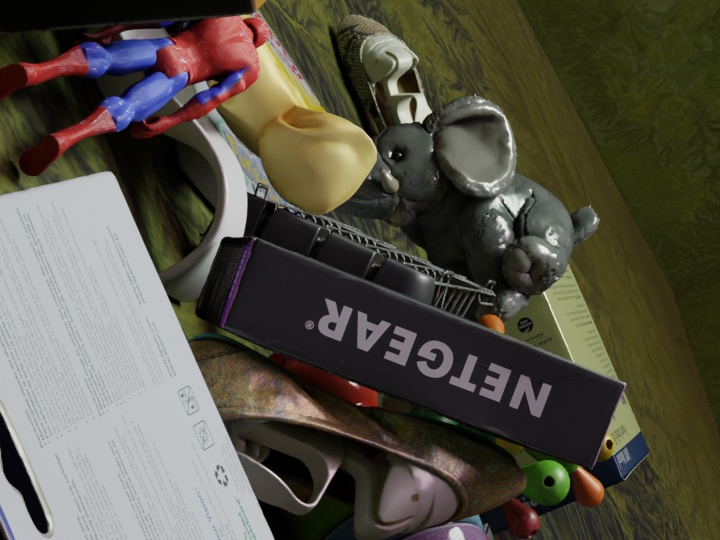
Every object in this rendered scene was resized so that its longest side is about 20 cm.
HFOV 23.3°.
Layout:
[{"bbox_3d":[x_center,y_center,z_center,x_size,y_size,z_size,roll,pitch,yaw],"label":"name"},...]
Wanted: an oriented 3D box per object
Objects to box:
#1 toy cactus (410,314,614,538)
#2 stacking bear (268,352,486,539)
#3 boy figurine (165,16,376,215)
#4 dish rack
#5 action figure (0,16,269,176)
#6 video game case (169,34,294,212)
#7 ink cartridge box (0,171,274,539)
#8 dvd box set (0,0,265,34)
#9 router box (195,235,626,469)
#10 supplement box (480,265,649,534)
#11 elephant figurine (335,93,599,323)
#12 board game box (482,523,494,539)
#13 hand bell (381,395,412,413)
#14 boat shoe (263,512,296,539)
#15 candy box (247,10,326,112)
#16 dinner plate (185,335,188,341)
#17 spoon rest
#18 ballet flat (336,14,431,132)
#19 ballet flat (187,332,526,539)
[{"bbox_3d":[0.064,0.116,1.110,0.103,0.165,0.200,63,-5,-35],"label":"toy cactus"},{"bbox_3d":[-0.001,0.125,0.978,0.113,0.121,0.201,9,44,-48],"label":"stacking bear"},{"bbox_3d":[-0.064,-0.118,1.059,0.200,0.064,0.125,51,-13,30],"label":"boy figurine"},{"bbox_3d":[0.000,0.000,1.097,0.153,0.055,0.200,26,5,18],"label":"dish rack"},{"bbox_3d":[-0.112,-0.106,0.927,0.200,0.052,0.066,-29,93,-48],"label":"action figure"},{"bbox_3d":[-0.076,-0.083,1.205,0.200,0.022,0.183,50,21,-47],"label":"video game case"},{"bbox_3d":[-0.117,0.065,0.700,0.197,0.043,0.200,67,21,-1],"label":"ink cartridge box"},{"bbox_3d":[-0.102,-0.177,0.968,0.200,0.145,0.030,-64,149,-63],"label":"dvd box set"},{"bbox_3d":[0.020,0.039,0.904,0.199,0.051,0.149,21,-2,-10],"label":"router box"},{"bbox_3d":[0.130,0.094,1.442,0.201,0.134,0.200,67,14,5],"label":"supplement box"},{"bbox_3d":[0.060,-0.059,1.275,0.200,0.141,0.155,51,13,-3],"label":"elephant figurine"},{"bbox_3d":[0.069,0.254,1.115,0.200,0.061,0.201,41,28,-59],"label":"board game box"},{"bbox_3d":[0.019,0.053,1.260,0.200,0.104,0.104,56,11,16],"label":"hand bell"},{"bbox_3d":[-0.028,0.201,0.850,0.074,0.063,0.202,48,21,-43],"label":"boat shoe"},{"bbox_3d":[-0.090,-0.185,1.232,0.200,0.026,0.102,56,9,-2],"label":"candy box"},{"bbox_3d":[-0.116,0.062,0.823,0.201,0.024,0.200,59,15,-26],"label":"dinner plate"},{"bbox_3d":[-0.109,-0.084,1.009,0.099,0.060,0.201,35,35,-64],"label":"spoon rest"},{"bbox_3d":[0.038,-0.157,1.623,0.201,0.068,0.075,70,-23,7],"label":"ballet flat"},{"bbox_3d":[-0.009,0.096,0.859,0.199,0.071,0.071,24,32,-19],"label":"ballet flat"}]
